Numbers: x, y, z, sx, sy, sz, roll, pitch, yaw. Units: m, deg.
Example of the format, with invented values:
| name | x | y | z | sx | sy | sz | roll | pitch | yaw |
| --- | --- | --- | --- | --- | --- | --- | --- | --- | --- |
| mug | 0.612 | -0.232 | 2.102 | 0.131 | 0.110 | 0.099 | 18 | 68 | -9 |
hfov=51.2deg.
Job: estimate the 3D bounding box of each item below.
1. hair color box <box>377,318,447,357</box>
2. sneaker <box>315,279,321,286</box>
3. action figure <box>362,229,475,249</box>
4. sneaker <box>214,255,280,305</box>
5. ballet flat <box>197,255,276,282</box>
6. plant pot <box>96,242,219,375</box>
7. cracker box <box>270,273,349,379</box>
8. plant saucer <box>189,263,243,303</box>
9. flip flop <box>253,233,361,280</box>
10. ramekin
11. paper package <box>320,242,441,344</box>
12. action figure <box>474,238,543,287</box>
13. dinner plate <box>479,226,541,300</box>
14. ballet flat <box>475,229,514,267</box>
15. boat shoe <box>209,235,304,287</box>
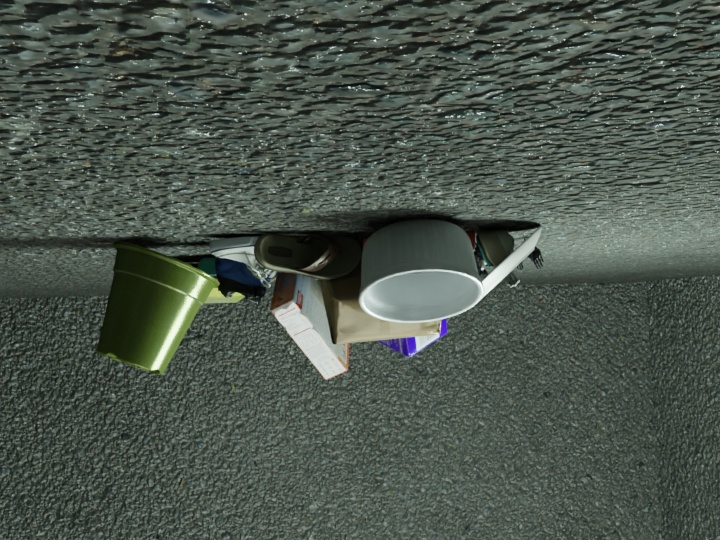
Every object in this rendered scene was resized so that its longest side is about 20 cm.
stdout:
| name | x | y | z | sx | sy | sz | roll | pitch | yaw |
| --- | --- | --- | --- | --- | --- | --- | --- | --- | --- |
| hair color box | 0.063 | 0.088 | 1.477 | 0.109 | 0.066 | 0.199 | -27 | -149 | -32 |
| sneaker | -0.094 | 0.032 | 1.571 | 0.200 | 0.070 | 0.093 | 43 | 175 | 23 |
| action figure | 0.099 | -0.047 | 1.298 | 0.197 | 0.053 | 0.065 | 2 | 179 | -17 |
| sneaker | -0.174 | 0.007 | 1.410 | 0.197 | 0.113 | 0.077 | -2 | 180 | -3 |
| ballet flat | -0.251 | 0.001 | 1.611 | 0.197 | 0.069 | 0.075 | 2 | 164 | 20 |
| plant pot | -0.375 | 0.077 | 1.337 | 0.197 | 0.192 | 0.200 | 17 | 167 | 4 |
| cracker box | -0.094 | 0.095 | 1.467 | 0.057 | 0.201 | 0.135 | -24 | -150 | 17 |
| plant saucer | -0.350 | 0.031 | 1.699 | 0.197 | 0.049 | 0.200 | -1 | -165 | -12 |
| flip flop | -0.083 | -0.033 | 1.277 | 0.198 | 0.082 | 0.057 | 6 | 158 | -29 |
| ramekin | 0.092 | 0.001 | 1.200 | 0.197 | 0.099 | 0.201 | -3 | 153 | -2 |
| paper package | 0.032 | 0.034 | 1.380 | 0.197 | 0.105 | 0.191 | -5 | -146 | -8 |
| action figure | 0.279 | -0.008 | 1.558 | 0.118 | 0.104 | 0.199 | -13 | 180 | -27 |
| dinner plate | 0.248 | 0.000 | 1.313 | 0.200 | 0.024 | 0.200 | -41 | 172 | -7 |
| ballet flat | 0.245 | -0.046 | 1.345 | 0.068 | 0.071 | 0.200 | -3 | 178 | 11 |
| boat shoe | -0.166 | -0.014 | 1.320 | 0.200 | 0.087 | 0.074 | 0 | 175 | -31 |
